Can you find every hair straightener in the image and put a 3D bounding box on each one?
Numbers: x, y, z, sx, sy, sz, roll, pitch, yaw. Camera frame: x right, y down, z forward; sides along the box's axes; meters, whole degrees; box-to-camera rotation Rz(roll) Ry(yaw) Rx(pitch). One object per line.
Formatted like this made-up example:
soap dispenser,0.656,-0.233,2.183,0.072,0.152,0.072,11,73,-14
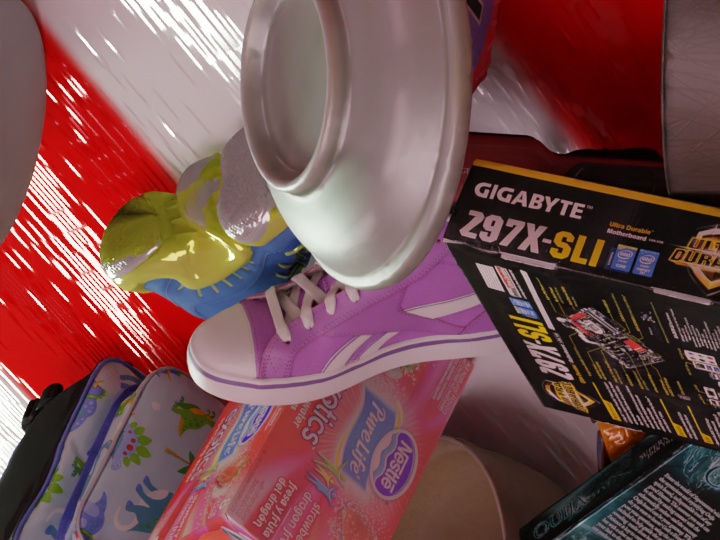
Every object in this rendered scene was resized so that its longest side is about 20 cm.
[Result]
hair straightener,0.102,-0.055,1.070,0.200,0.077,0.041,-2,97,-3

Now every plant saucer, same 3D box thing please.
plant saucer,-0.015,-0.090,1.011,0.050,0.200,0.200,-2,147,-25

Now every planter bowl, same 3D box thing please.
planter bowl,0.086,0.208,1.286,0.135,0.200,0.200,14,147,-28

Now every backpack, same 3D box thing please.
backpack,-0.124,0.173,1.348,0.200,0.183,0.147,39,139,-22

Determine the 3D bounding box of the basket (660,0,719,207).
basket,0.238,-0.100,0.909,0.200,0.136,0.181,6,127,17

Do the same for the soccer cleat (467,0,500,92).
soccer cleat,0.040,-0.126,1.048,0.073,0.068,0.200,12,140,-17

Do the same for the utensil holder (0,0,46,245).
utensil holder,-0.296,-0.091,1.176,0.200,0.170,0.170,13,138,14

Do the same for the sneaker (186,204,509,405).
sneaker,0.000,-0.001,1.142,0.200,0.073,0.114,-15,135,-9

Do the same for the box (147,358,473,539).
box,-0.028,0.109,1.213,0.095,0.200,0.103,41,137,-13

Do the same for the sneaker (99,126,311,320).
sneaker,-0.050,-0.023,1.202,0.200,0.076,0.105,-17,139,42

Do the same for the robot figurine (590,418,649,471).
robot figurine,0.203,0.129,1.203,0.145,0.058,0.200,-15,127,11

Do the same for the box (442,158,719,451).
box,0.143,0.027,1.012,0.160,0.049,0.200,15,160,26

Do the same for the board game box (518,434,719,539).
board game box,0.203,0.163,1.173,0.135,0.028,0.200,-39,120,23
